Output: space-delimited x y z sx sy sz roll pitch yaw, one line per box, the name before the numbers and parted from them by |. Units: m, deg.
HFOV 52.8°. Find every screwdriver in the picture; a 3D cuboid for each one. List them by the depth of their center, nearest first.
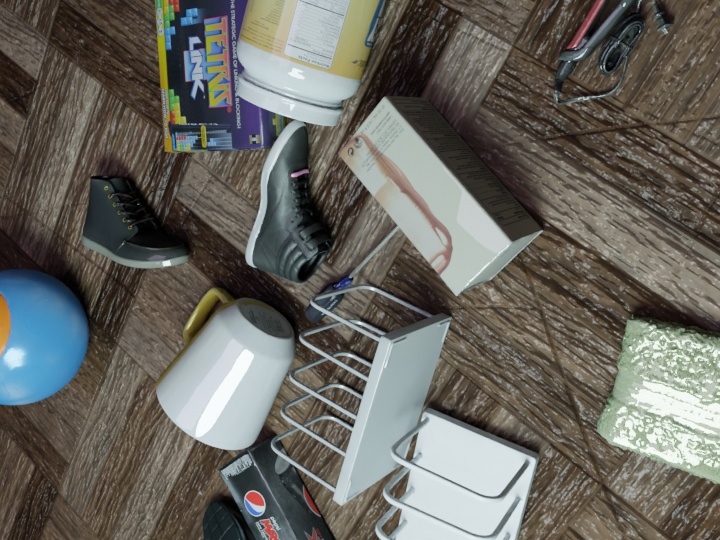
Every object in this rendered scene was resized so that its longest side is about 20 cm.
screwdriver | 0.000 0.000 0.875 0.029 0.028 0.200 41 119 -16

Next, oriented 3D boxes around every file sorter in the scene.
file sorter | 0.092 0.287 0.803 0.138 0.124 0.202 18 107 26
file sorter | -0.005 0.130 0.836 0.124 0.138 0.202 26 110 28

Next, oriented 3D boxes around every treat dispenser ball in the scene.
treat dispenser ball | -0.513 0.099 1.089 0.199 0.200 0.203 5 101 29

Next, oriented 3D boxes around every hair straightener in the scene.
hair straightener | 0.251 -0.239 0.680 0.077 0.041 0.201 40 115 19

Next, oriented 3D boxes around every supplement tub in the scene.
supplement tub | -0.053 -0.275 0.792 0.144 0.144 0.202 28 111 23

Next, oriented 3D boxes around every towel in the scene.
towel | 0.339 0.132 0.693 0.199 0.036 0.150 18 106 27

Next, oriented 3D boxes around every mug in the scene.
mug | -0.173 0.109 0.931 0.186 0.149 0.154 38 107 12

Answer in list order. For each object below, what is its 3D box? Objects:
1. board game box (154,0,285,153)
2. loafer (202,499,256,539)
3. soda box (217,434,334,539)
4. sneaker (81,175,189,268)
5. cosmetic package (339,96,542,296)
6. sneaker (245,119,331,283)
board game box | -0.179 -0.253 0.921 0.164 0.057 0.202 3 100 31
loafer | -0.153 0.400 1.004 0.073 0.072 0.200 -53 50 9
soda box | -0.102 0.327 0.960 0.063 0.071 0.201 -36 79 27
sneaker | -0.322 -0.071 1.021 0.198 0.075 0.107 15 108 29
cosmetic package | 0.084 -0.083 0.769 0.200 0.103 0.087 52 120 15
sneaker | -0.071 -0.075 0.883 0.099 0.071 0.202 28 117 22
